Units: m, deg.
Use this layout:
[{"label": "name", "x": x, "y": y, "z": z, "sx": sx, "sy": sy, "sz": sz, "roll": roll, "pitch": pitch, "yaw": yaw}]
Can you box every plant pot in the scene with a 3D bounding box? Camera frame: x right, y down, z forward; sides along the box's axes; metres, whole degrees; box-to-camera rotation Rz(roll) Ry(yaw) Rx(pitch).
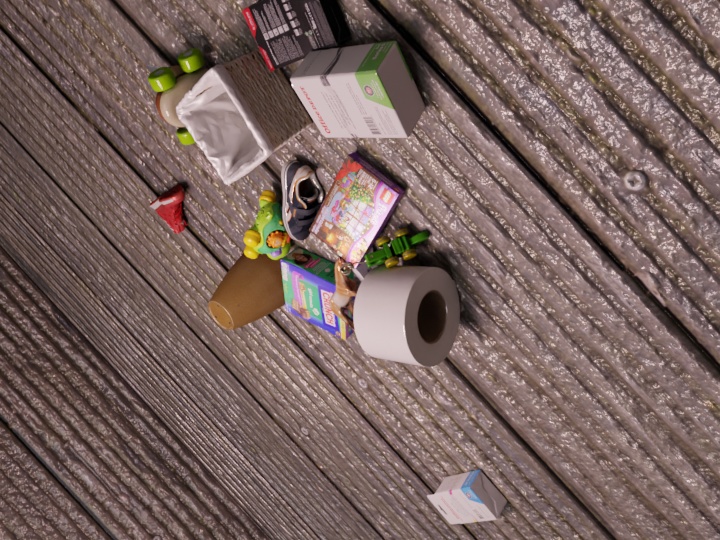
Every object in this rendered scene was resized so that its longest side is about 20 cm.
[{"label": "plant pot", "x": -0.307, "y": 0.062, "z": 1.669, "sx": 0.185, "sy": 0.200, "sz": 0.188, "roll": 25, "pitch": 137, "yaw": 26}]

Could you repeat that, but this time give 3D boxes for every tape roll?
[{"label": "tape roll", "x": 0.099, "y": 0.092, "z": 1.307, "sx": 0.138, "sy": 0.203, "sz": 0.205, "roll": 2, "pitch": 124, "yaw": 41}]

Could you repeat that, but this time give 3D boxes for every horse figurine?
[{"label": "horse figurine", "x": -0.024, "y": 0.070, "z": 1.417, "sx": 0.132, "sy": 0.050, "sz": 0.201, "roll": 38, "pitch": 145, "yaw": 15}]

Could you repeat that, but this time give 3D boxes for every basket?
[{"label": "basket", "x": -0.244, "y": -0.324, "z": 1.306, "sx": 0.197, "sy": 0.161, "sz": 0.201, "roll": -19, "pitch": 109, "yaw": 49}]

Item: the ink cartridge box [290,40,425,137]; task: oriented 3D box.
[{"label": "ink cartridge box", "x": -0.005, "y": -0.317, "z": 1.115, "sx": 0.198, "sy": 0.085, "sz": 0.146, "roll": 10, "pitch": 149, "yaw": 37}]

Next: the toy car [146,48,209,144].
[{"label": "toy car", "x": -0.425, "y": -0.410, "z": 1.428, "sx": 0.199, "sy": 0.158, "sz": 0.166, "roll": 27, "pitch": 150, "yaw": 40}]

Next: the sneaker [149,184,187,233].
[{"label": "sneaker", "x": -0.522, "y": -0.173, "z": 1.785, "sx": 0.116, "sy": 0.078, "sz": 0.199, "roll": 53, "pitch": 155, "yaw": -21}]

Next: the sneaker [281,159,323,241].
[{"label": "sneaker", "x": -0.131, "y": -0.146, "z": 1.419, "sx": 0.079, "sy": 0.078, "sz": 0.203, "roll": 25, "pitch": 135, "yaw": 34}]

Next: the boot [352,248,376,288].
[{"label": "boot", "x": 0.000, "y": 0.000, "z": 1.430, "sx": 0.202, "sy": 0.073, "sz": 0.095, "roll": 64, "pitch": 154, "yaw": -3}]

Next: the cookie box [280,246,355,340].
[{"label": "cookie box", "x": -0.098, "y": 0.057, "z": 1.565, "sx": 0.198, "sy": 0.075, "sz": 0.173, "roll": 23, "pitch": 134, "yaw": 27}]

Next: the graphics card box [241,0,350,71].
[{"label": "graphics card box", "x": -0.122, "y": -0.460, "z": 1.162, "sx": 0.198, "sy": 0.051, "sz": 0.127, "roll": -1, "pitch": 122, "yaw": 45}]

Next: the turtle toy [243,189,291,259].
[{"label": "turtle toy", "x": -0.215, "y": -0.091, "z": 1.515, "sx": 0.100, "sy": 0.148, "sz": 0.200, "roll": 19, "pitch": 158, "yaw": -2}]

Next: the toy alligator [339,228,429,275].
[{"label": "toy alligator", "x": 0.052, "y": -0.033, "z": 1.304, "sx": 0.054, "sy": 0.197, "sz": 0.060, "roll": 58, "pitch": -171, "yaw": -74}]

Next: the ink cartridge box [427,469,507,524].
[{"label": "ink cartridge box", "x": 0.285, "y": 0.618, "z": 1.694, "sx": 0.115, "sy": 0.068, "sz": 0.200, "roll": 49, "pitch": 141, "yaw": -2}]

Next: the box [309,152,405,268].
[{"label": "box", "x": -0.011, "y": -0.124, "z": 1.307, "sx": 0.136, "sy": 0.039, "sz": 0.201, "roll": 37, "pitch": 122, "yaw": 11}]
